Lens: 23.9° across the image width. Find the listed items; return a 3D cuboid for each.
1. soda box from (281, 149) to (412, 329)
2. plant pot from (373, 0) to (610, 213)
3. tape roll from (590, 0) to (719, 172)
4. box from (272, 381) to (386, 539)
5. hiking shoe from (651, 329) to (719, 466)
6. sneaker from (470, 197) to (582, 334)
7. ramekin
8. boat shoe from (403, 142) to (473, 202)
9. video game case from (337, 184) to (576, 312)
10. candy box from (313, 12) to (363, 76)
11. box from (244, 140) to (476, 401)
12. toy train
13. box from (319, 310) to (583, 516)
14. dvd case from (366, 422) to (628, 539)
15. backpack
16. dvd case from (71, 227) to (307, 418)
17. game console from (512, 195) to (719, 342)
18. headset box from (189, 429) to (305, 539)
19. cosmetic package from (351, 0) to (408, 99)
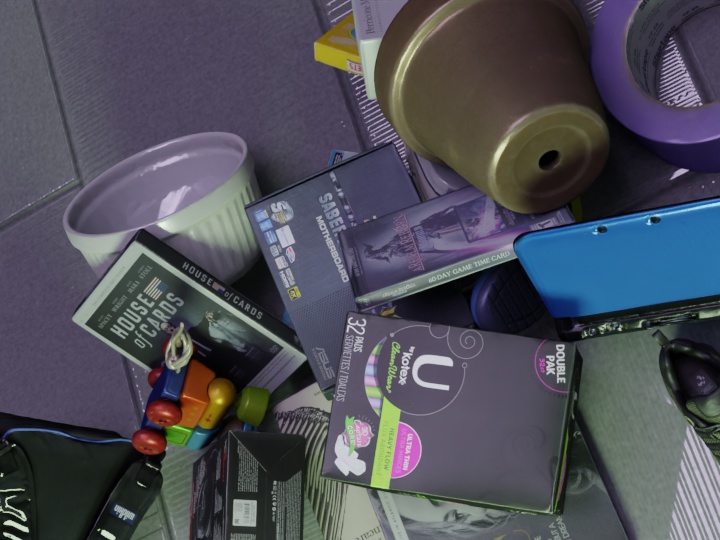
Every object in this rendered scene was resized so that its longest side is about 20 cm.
[{"bbox_3d":[-0.014,-0.013,1.670,0.068,0.064,0.201,12,80,31],"label":"soda box"},{"bbox_3d":[0.130,-0.142,1.483,0.200,0.200,0.175,-40,43,13],"label":"plant pot"},{"bbox_3d":[0.314,-0.195,1.530,0.199,0.085,0.201,-9,72,27],"label":"tape roll"},{"bbox_3d":[-0.005,0.202,1.593,0.082,0.068,0.200,-31,62,10],"label":"box"},{"bbox_3d":[0.312,0.133,1.420,0.076,0.101,0.200,-48,58,10],"label":"hiking shoe"},{"bbox_3d":[0.136,-0.012,1.548,0.082,0.074,0.200,-4,36,33],"label":"sneaker"},{"bbox_3d":[-0.187,-0.045,1.706,0.200,0.105,0.200,-18,26,9],"label":"ramekin"},{"bbox_3d":[0.067,-0.123,1.654,0.070,0.071,0.200,113,149,-41],"label":"boat shoe"},{"bbox_3d":[0.082,-0.032,1.504,0.199,0.019,0.143,-19,26,1],"label":"video game case"},{"bbox_3d":[0.063,-0.210,1.666,0.200,0.026,0.102,22,47,28],"label":"candy box"},{"bbox_3d":[0.000,0.000,1.593,0.157,0.051,0.200,-23,75,0],"label":"box"},{"bbox_3d":[-0.137,0.114,1.595,0.115,0.200,0.085,17,58,-11],"label":"toy train"},{"bbox_3d":[0.083,0.125,1.465,0.199,0.124,0.149,8,83,11],"label":"box"},{"bbox_3d":[0.122,0.222,1.508,0.199,0.016,0.149,-21,64,-1],"label":"dvd case"},{"bbox_3d":[-0.319,0.245,1.696,0.154,0.200,0.191,7,85,62],"label":"backpack"},{"bbox_3d":[-0.164,0.059,1.643,0.150,0.200,0.025,-45,16,43],"label":"dvd case"},{"bbox_3d":[0.255,-0.015,1.439,0.199,0.171,0.119,-10,104,26],"label":"game console"},{"bbox_3d":[-0.111,0.241,1.589,0.077,0.200,0.149,5,72,-14],"label":"headset box"},{"bbox_3d":[0.096,-0.232,1.608,0.199,0.071,0.102,-9,43,0],"label":"cosmetic package"}]
